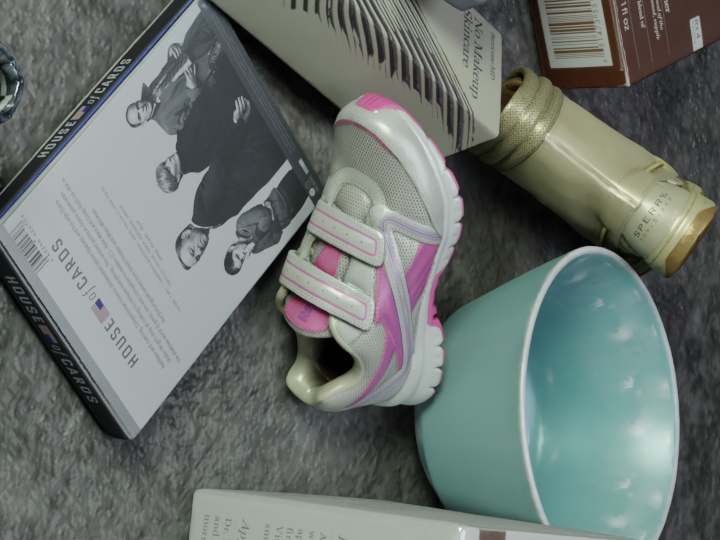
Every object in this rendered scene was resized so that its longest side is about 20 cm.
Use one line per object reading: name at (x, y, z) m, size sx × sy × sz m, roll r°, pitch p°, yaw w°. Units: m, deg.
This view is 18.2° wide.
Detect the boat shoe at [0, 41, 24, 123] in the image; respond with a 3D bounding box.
boat shoe at (-0.246, -0.109, 0.996) m, size 0.200 × 0.091 × 0.071 m, roll 16°, pitch 81°, yaw -47°

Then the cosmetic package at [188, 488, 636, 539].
cosmetic package at (0.022, 0.213, 1.232) m, size 0.164 × 0.199 × 0.166 m, roll 10°, pitch 85°, yaw -47°

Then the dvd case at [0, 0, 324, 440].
dvd case at (-0.108, -0.032, 1.203) m, size 0.200 × 0.025 × 0.151 m, roll -52°, pitch 128°, yaw -32°

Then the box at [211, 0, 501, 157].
box at (-0.001, -0.145, 1.268) m, size 0.200 × 0.068 × 0.083 m, roll 36°, pitch 47°, yaw -43°

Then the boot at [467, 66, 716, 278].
boot at (0.139, -0.063, 1.427) m, size 0.155 × 0.200 × 0.073 m, roll 34°, pitch 94°, yaw -2°

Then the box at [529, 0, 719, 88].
box at (0.198, -0.195, 1.498) m, size 0.200 × 0.075 × 0.101 m, roll -30°, pitch 114°, yaw -45°

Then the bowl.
bowl at (0.105, 0.091, 1.374) m, size 0.200 × 0.104 × 0.202 m, roll 13°, pitch 74°, yaw -55°

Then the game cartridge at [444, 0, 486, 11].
game cartridge at (0.048, -0.252, 1.256) m, size 0.133 × 0.041 × 0.201 m, roll 31°, pitch 56°, yaw -34°

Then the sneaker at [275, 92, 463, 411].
sneaker at (0.000, 0.000, 1.264) m, size 0.088 × 0.081 × 0.201 m, roll -23°, pitch 124°, yaw -38°
